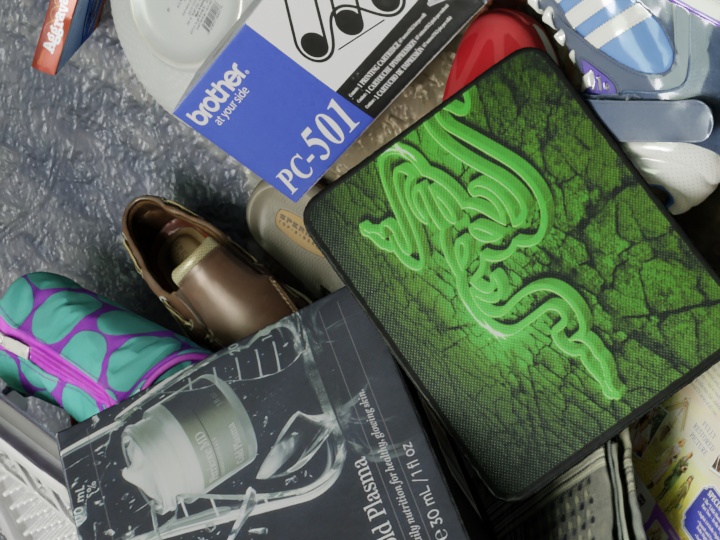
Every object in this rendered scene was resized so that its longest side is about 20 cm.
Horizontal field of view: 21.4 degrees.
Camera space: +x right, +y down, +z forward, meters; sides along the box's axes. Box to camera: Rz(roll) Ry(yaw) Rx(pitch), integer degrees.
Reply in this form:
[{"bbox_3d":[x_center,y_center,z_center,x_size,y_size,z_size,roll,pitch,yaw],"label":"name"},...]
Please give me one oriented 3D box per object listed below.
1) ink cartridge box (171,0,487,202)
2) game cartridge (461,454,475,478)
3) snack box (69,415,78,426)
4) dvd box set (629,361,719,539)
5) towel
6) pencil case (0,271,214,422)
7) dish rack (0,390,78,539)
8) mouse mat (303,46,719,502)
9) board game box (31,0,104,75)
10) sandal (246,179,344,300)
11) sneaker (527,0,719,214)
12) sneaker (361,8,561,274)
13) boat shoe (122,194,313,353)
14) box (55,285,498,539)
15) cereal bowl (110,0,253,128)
[{"bbox_3d":[-0.017,-0.129,1.072,0.094,0.044,0.200,35,134,-11],"label":"ink cartridge box"},{"bbox_3d":[0.099,0.154,1.141,0.129,0.038,0.201,-31,81,41],"label":"game cartridge"},{"bbox_3d":[-0.105,0.166,1.270,0.168,0.068,0.201,-2,99,39],"label":"snack box"},{"bbox_3d":[0.192,0.095,0.984,0.201,0.029,0.146,-56,28,15],"label":"dvd box set"},{"bbox_3d":[0.105,0.178,1.022,0.200,0.034,0.194,129,143,-57],"label":"towel"},{"bbox_3d":[-0.156,0.065,1.188,0.200,0.092,0.086,21,105,49],"label":"pencil case"},{"bbox_3d":[-0.181,0.160,1.212,0.171,0.044,0.201,29,148,35],"label":"dish rack"},{"bbox_3d":[0.083,-0.001,0.990,0.161,0.008,0.200,-36,71,1],"label":"mouse mat"},{"bbox_3d":[-0.160,-0.230,1.209,0.019,0.103,0.201,22,115,0],"label":"board game box"},{"bbox_3d":[0.000,0.000,1.165,0.200,0.054,0.082,34,118,25],"label":"sandal"},{"bbox_3d":[0.123,-0.116,1.034,0.199,0.080,0.147,32,113,21],"label":"sneaker"},{"bbox_3d":[0.058,-0.052,1.057,0.078,0.115,0.201,2,88,29],"label":"sneaker"},{"bbox_3d":[-0.089,0.016,1.183,0.075,0.075,0.202,-48,47,-7],"label":"boat shoe"},{"bbox_3d":[-0.037,0.145,1.021,0.196,0.124,0.200,-28,45,5],"label":"box"},{"bbox_3d":[-0.083,-0.176,1.173,0.199,0.083,0.201,8,103,35],"label":"cereal bowl"}]
